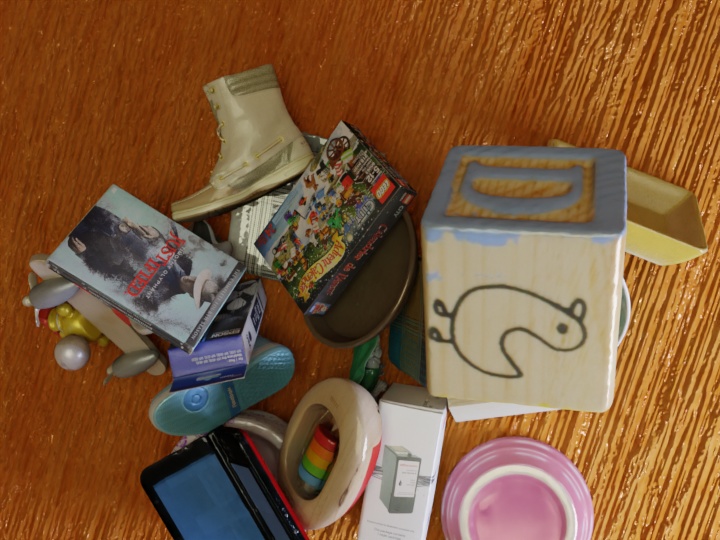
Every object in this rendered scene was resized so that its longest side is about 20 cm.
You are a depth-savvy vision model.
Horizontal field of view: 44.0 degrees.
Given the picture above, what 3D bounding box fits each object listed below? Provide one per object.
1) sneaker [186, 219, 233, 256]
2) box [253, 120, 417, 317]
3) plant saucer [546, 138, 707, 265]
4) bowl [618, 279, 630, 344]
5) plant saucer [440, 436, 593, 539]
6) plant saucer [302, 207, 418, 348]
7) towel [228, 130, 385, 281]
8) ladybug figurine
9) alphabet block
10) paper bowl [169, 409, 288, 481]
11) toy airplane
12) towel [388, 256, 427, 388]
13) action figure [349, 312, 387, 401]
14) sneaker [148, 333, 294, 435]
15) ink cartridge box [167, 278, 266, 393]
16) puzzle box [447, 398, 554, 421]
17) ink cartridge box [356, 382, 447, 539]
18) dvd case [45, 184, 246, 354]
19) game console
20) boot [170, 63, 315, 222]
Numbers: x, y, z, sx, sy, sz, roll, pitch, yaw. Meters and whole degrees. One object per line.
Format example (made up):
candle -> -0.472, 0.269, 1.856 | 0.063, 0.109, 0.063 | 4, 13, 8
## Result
sneaker -> -0.252, -0.024, 1.199 | 0.198, 0.075, 0.116 | 10, 62, 26
box -> -0.036, -0.063, 1.096 | 0.201, 0.038, 0.137 | -53, 54, 18
plant saucer -> 0.303, -0.077, 1.064 | 0.198, 0.200, 0.049 | 22, 119, 6
bowl -> 0.228, 0.020, 1.089 | 0.198, 0.105, 0.203 | 8, 120, 13
plant saucer -> 0.202, 0.320, 1.152 | 0.198, 0.051, 0.203 | 0, 93, 8
plant saucer -> 0.000, 0.000, 1.099 | 0.199, 0.029, 0.202 | -21, 59, 40
towel -> -0.077, -0.082, 1.181 | 0.190, 0.035, 0.203 | 12, 93, 7
ladybug figurine -> -0.033, 0.218, 1.054 | 0.136, 0.071, 0.201 | 48, 119, 41
alphabet block -> 0.171, 0.001, 0.918 | 0.193, 0.197, 0.202 | 4, 121, 17
paper bowl -> -0.153, 0.284, 1.171 | 0.198, 0.104, 0.203 | 0, 93, 8
toy airplane -> -0.332, 0.066, 1.138 | 0.199, 0.199, 0.142 | 29, 62, -6
towel -> 0.067, 0.057, 1.090 | 0.021, 0.200, 0.149 | 3, 92, -11
action figure -> 0.007, 0.138, 1.156 | 0.054, 0.118, 0.202 | 10, 102, -5
sneaker -> -0.197, 0.135, 1.147 | 0.198, 0.130, 0.080 | -20, 120, -31
ink cartridge box -> -0.180, 0.077, 1.121 | 0.098, 0.201, 0.040 | -12, 115, 7
puzzle box -> 0.209, 0.156, 1.104 | 0.197, 0.133, 0.026 | -8, 71, 7
ink cartridge box -> 0.055, 0.253, 1.122 | 0.083, 0.146, 0.203 | 10, 93, 8
dvd case -> -0.255, -0.005, 1.083 | 0.199, 0.147, 0.022 | 33, 140, -4
game console -> -0.155, 0.299, 1.055 | 0.118, 0.172, 0.201 | -32, 95, -22
boot -> -0.172, -0.160, 1.137 | 0.198, 0.072, 0.156 | -24, 93, 0
